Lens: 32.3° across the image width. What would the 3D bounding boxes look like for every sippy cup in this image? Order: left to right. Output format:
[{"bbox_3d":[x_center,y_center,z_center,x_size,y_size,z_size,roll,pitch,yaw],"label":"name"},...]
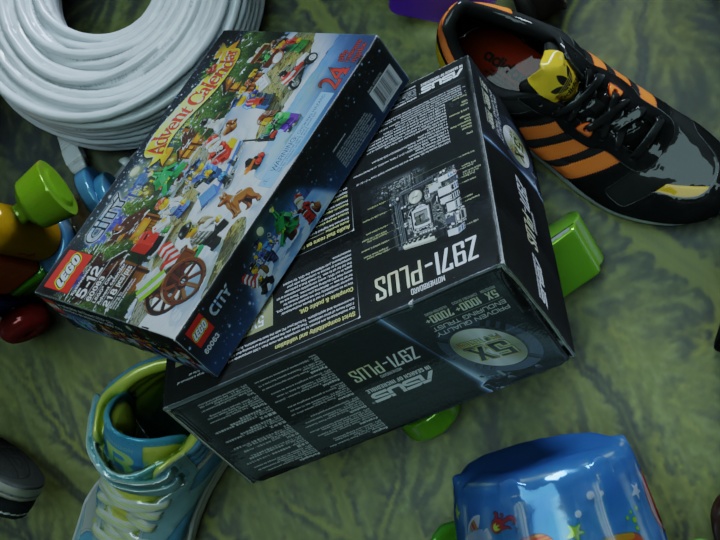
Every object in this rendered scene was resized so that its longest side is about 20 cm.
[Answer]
[{"bbox_3d":[0.108,0.158,0.655,0.177,0.140,0.131,-13,91,21],"label":"sippy cup"}]

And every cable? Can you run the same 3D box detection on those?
[{"bbox_3d":[-0.162,-0.181,0.808,0.200,0.069,0.200,-41,76,5],"label":"cable"}]

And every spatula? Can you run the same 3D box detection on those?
[{"bbox_3d":[-0.012,-0.196,0.761,0.199,0.057,0.021,24,64,-1],"label":"spatula"}]

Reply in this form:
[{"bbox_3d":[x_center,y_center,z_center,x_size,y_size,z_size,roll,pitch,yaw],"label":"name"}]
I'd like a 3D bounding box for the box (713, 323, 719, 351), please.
[{"bbox_3d":[0.290,-0.029,0.656,0.148,0.124,0.201,21,89,16],"label":"box"}]

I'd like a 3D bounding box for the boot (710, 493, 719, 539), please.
[{"bbox_3d":[0.223,0.191,0.603,0.064,0.200,0.187,-26,79,5],"label":"boot"}]

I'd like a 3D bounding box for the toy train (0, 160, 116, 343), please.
[{"bbox_3d":[-0.218,-0.023,0.730,0.116,0.200,0.085,-32,77,11],"label":"toy train"}]

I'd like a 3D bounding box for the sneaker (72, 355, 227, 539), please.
[{"bbox_3d":[-0.137,0.130,0.731,0.079,0.131,0.201,26,89,13],"label":"sneaker"}]

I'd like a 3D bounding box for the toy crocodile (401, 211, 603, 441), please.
[{"bbox_3d":[0.055,0.035,0.739,0.200,0.062,0.068,-39,116,4],"label":"toy crocodile"}]

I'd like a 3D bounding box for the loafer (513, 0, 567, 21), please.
[{"bbox_3d":[0.120,-0.247,0.749,0.071,0.073,0.201,1,83,15],"label":"loafer"}]

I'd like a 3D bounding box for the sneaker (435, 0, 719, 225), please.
[{"bbox_3d":[0.126,-0.091,0.720,0.200,0.090,0.070,33,91,15],"label":"sneaker"}]

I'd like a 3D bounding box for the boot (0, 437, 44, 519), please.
[{"bbox_3d":[-0.305,0.167,0.796,0.203,0.073,0.154,16,89,21],"label":"boot"}]

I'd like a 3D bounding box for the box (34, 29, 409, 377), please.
[{"bbox_3d":[-0.078,-0.046,0.691,0.136,0.038,0.200,13,63,44],"label":"box"}]

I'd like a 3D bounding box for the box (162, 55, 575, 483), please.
[{"bbox_3d":[0.000,0.000,0.685,0.199,0.086,0.164,-24,42,20],"label":"box"}]
